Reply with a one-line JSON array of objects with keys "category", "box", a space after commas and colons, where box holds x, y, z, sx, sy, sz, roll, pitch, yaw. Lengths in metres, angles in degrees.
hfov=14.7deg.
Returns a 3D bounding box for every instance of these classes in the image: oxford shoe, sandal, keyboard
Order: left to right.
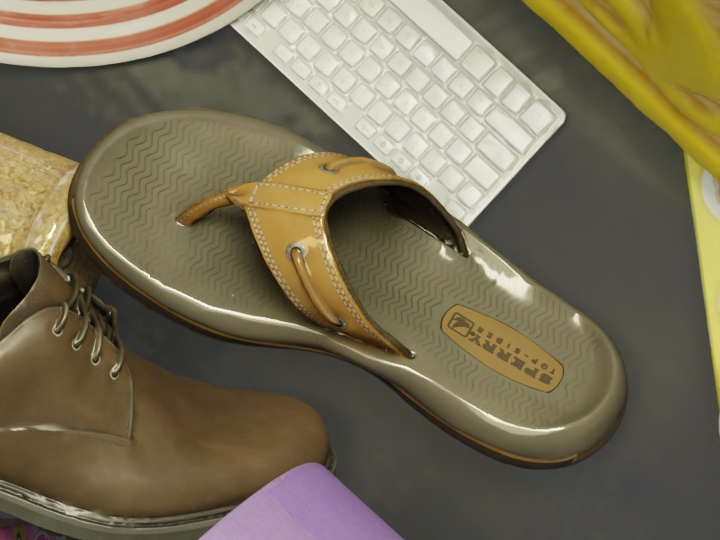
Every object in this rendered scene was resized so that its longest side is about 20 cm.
[{"category": "oxford shoe", "box": [-0.095, 0.040, 0.914, 0.199, 0.073, 0.085, 9, 115, -24]}, {"category": "keyboard", "box": [-0.019, -0.100, 0.976, 0.200, 0.011, 0.056, 43, 96, 10]}, {"category": "sandal", "box": [0.000, 0.000, 0.924, 0.200, 0.055, 0.082, 30, 63, 5]}]

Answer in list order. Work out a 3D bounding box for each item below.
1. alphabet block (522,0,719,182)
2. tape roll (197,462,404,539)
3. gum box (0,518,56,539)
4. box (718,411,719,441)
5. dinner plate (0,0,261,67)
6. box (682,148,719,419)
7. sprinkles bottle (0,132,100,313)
[{"category": "alphabet block", "box": [0.140, -0.154, 0.820, 0.200, 0.195, 0.196, -41, 63, -7]}, {"category": "tape roll", "box": [-0.057, 0.155, 0.875, 0.066, 0.200, 0.200, 43, 96, 10]}, {"category": "gum box", "box": [-0.215, 0.118, 0.952, 0.199, 0.113, 0.066, -1, 88, 11]}, {"category": "box", "box": [0.196, 0.107, 0.834, 0.097, 0.124, 0.200, -28, 102, 14]}, {"category": "dinner plate", "box": [-0.109, -0.143, 0.921, 0.200, 0.200, 0.024, -9, 51, 11]}, {"category": "box", "box": [0.169, -0.009, 0.916, 0.117, 0.048, 0.201, -7, 84, 10]}, {"category": "sprinkles bottle", "box": [-0.186, -0.038, 0.978, 0.200, 0.068, 0.068, 21, 92, 11]}]
